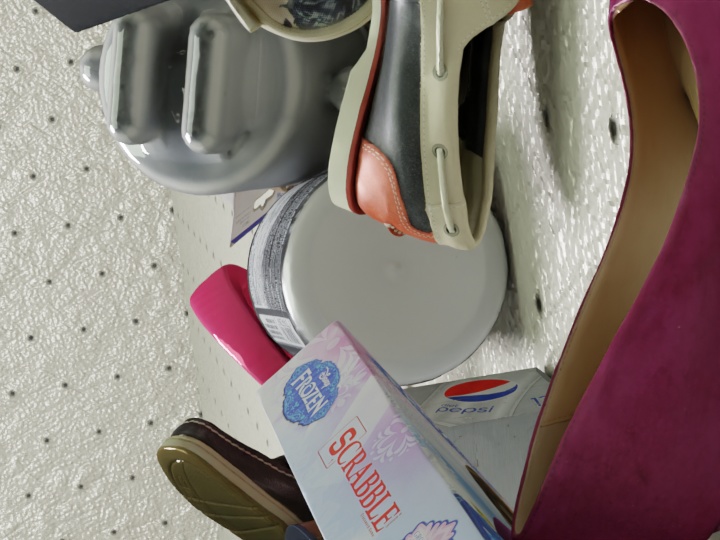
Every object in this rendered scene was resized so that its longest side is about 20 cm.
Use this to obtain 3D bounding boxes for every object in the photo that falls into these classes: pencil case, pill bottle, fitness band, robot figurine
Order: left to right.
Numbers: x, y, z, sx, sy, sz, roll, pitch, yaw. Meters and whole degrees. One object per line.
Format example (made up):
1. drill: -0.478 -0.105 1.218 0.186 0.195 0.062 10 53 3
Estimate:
1. robot figurine: -0.058 -0.098 0.922 0.200 0.169 0.113 -16 -64 -70
2. fitness band: -0.023 0.071 1.022 0.200 0.037 0.144 41 -171 -47
3. pencil case: -0.018 -0.155 0.802 0.078 0.089 0.200 40 -165 -9
4. pill bottle: 0.000 0.000 0.896 0.200 0.106 0.107 180 81 -80

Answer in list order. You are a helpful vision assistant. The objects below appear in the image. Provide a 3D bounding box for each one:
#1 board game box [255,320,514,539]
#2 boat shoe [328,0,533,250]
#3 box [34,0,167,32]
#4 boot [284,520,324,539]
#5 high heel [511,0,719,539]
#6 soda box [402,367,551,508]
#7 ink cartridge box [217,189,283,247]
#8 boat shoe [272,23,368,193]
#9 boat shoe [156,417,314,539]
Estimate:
1. board game box: 0.060 0.122 0.545 0.200 0.041 0.200 48 -179 -19
2. boat shoe: 0.038 -0.106 0.701 0.071 0.062 0.201 -24 -49 -57
3. box: -0.067 -0.200 0.709 0.200 0.079 0.141 -57 18 -12
4. boot: 0.038 0.165 0.917 0.200 0.097 0.075 -150 51 -63
5. high heel: 0.071 -0.025 0.488 0.067 0.096 0.201 114 146 -72
6. soda box: 0.063 0.148 0.776 0.063 0.068 0.201 -133 35 -73
7. ink cartridge box: -0.062 -0.123 1.092 0.099 0.039 0.201 -45 -31 -60
8. boat shoe: -0.021 -0.122 1.048 0.072 0.059 0.201 -51 -26 -44
9. boat shoe: -0.032 0.135 1.038 0.072 0.201 0.066 -5 52 52
